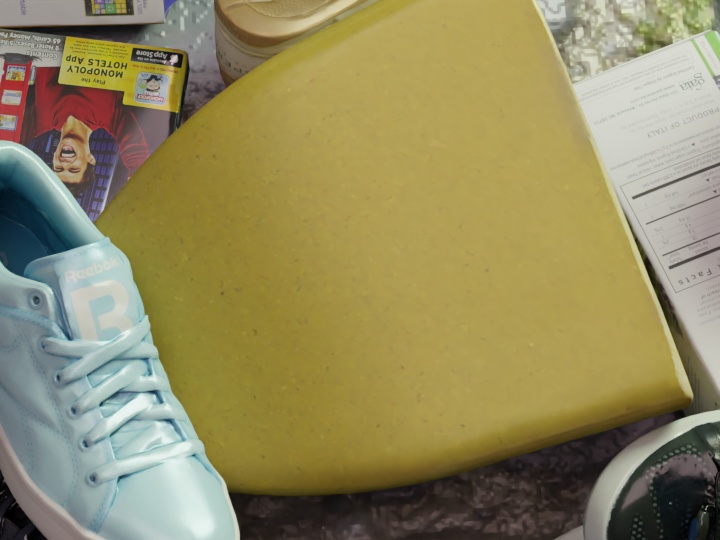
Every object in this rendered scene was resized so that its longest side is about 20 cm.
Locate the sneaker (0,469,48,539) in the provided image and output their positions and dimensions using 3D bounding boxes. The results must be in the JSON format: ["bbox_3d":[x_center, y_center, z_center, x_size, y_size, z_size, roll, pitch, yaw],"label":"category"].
[{"bbox_3d":[-0.162,0.071,0.921,0.077,0.147,0.202,-41,30,-29],"label":"sneaker"}]

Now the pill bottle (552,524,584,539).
[{"bbox_3d":[0.138,0.202,0.951,0.112,0.113,0.201,-20,73,-4],"label":"pill bottle"}]

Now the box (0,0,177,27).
[{"bbox_3d":[-0.170,-0.176,1.083,0.199,0.119,0.042,-2,30,0],"label":"box"}]

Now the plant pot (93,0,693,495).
[{"bbox_3d":[0.000,0.000,0.961,0.199,0.194,0.196,-21,88,-2],"label":"plant pot"}]

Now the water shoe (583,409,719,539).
[{"bbox_3d":[0.188,0.097,0.885,0.199,0.079,0.072,0,105,-13],"label":"water shoe"}]

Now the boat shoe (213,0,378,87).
[{"bbox_3d":[0.011,-0.140,1.086,0.200,0.069,0.074,-25,65,-27],"label":"boat shoe"}]

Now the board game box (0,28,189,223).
[{"bbox_3d":[-0.189,-0.011,1.058,0.199,0.062,0.201,7,75,4],"label":"board game box"}]

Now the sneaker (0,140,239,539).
[{"bbox_3d":[-0.108,0.034,0.866,0.074,0.082,0.200,-23,61,-32],"label":"sneaker"}]

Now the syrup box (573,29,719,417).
[{"bbox_3d":[0.162,0.000,1.001,0.081,0.079,0.200,-21,55,-4],"label":"syrup box"}]
